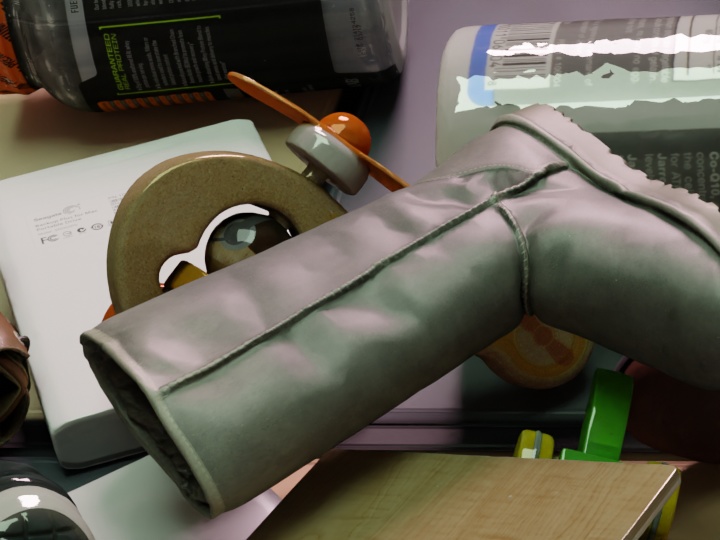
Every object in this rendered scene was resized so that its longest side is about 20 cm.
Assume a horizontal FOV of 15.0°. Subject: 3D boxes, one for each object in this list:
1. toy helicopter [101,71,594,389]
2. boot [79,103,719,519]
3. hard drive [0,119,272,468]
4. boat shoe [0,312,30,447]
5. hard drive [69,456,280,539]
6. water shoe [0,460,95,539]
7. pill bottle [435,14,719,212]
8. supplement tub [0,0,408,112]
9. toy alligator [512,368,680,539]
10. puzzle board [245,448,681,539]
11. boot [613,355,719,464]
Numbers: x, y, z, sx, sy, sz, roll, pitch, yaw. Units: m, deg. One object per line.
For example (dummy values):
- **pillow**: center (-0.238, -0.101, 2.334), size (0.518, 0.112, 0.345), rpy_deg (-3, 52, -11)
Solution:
- **toy helicopter**: center (0.000, 0.000, 1.072), size (0.200, 0.132, 0.079), rpy_deg (11, -2, -18)
- **boot**: center (0.026, 0.027, 0.963), size (0.200, 0.073, 0.182), rpy_deg (-25, 37, -26)
- **hard drive**: center (-0.085, 0.004, 1.182), size (0.132, 0.026, 0.200), rpy_deg (-15, 34, -8)
- **boat shoe**: center (-0.165, 0.047, 1.110), size (0.068, 0.072, 0.200), rpy_deg (0, 44, 6)
- **hard drive**: center (-0.061, 0.138, 0.964), size (0.132, 0.026, 0.200), rpy_deg (-24, 36, -21)
- **water shoe**: center (-0.172, 0.146, 0.935), size (0.200, 0.072, 0.079), rpy_deg (-39, 22, -6)
- **pill bottle**: center (0.138, -0.048, 1.127), size (0.200, 0.114, 0.114), rpy_deg (-1, 34, 12)
- **supplement tub**: center (-0.082, -0.141, 1.312), size (0.200, 0.123, 0.123), rpy_deg (-5, 34, 6)
- **toy alligator**: center (0.073, 0.119, 0.952), size (0.059, 0.054, 0.200), rpy_deg (12, 45, 0)
- **puzzle board**: center (-0.003, 0.125, 0.889), size (0.151, 0.017, 0.200), rpy_deg (0, 33, 39)
- **boot**: center (0.187, 0.078, 0.956), size (0.188, 0.068, 0.200), rpy_deg (5, 25, -2)
